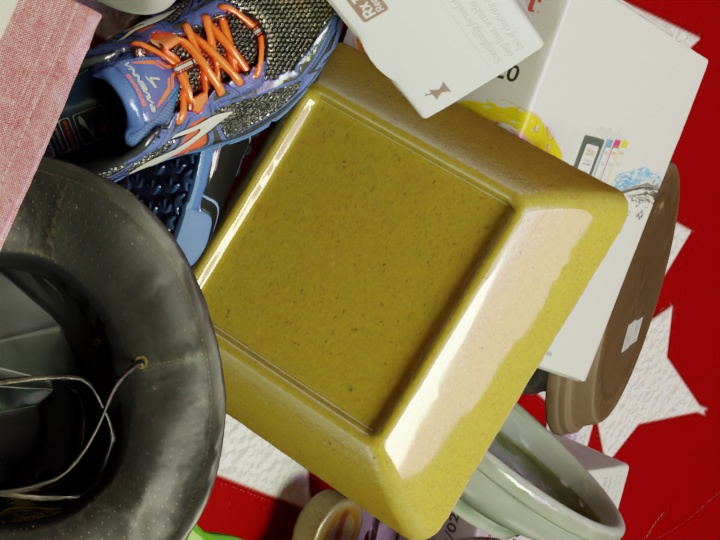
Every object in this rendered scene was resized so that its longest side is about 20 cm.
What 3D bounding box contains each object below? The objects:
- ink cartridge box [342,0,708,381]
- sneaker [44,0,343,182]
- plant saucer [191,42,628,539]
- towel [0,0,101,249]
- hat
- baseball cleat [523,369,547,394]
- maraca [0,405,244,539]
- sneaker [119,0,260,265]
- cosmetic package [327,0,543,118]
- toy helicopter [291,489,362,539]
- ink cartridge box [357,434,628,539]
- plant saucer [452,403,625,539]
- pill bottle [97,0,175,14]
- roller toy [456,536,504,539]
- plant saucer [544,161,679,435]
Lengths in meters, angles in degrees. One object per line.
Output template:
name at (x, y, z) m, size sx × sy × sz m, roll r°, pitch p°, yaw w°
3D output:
ink cartridge box at (0.070, -0.064, 1.005) m, size 0.144 × 0.147 × 0.201 m, roll 19°, pitch 91°, yaw -49°
sneaker at (-0.092, -0.079, 0.814) m, size 0.200 × 0.078 × 0.076 m, roll -32°, pitch 95°, yaw -7°
plant saucer at (0.000, 0.000, 0.896) m, size 0.200 × 0.200 × 0.048 m, roll -59°, pitch 153°, yaw -1°
towel at (-0.218, -0.082, 0.707) m, size 0.199 × 0.023 × 0.145 m, roll 27°, pitch 80°, yaw -21°
hat at (-0.152, 0.050, 0.785) m, size 0.200 × 0.081 × 0.202 m, roll 0°, pitch 88°, yaw -7°
baseball cleat at (0.134, -0.018, 1.171) m, size 0.106 × 0.070 × 0.201 m, roll 5°, pitch 105°, yaw -65°
maraca at (-0.137, 0.134, 0.872) m, size 0.200 × 0.107 × 0.137 m, roll 46°, pitch 75°, yaw -19°
sneaker at (-0.064, -0.093, 0.905) m, size 0.078 × 0.070 × 0.201 m, roll 6°, pitch 101°, yaw -43°
cosmetic package at (0.014, -0.182, 0.858) m, size 0.074 × 0.200 × 0.102 m, roll -30°, pitch 139°, yaw 13°
toy helicopter at (-0.055, 0.221, 1.044) m, size 0.200 × 0.079 × 0.132 m, roll -56°, pitch 143°, yaw -15°
ink cartridge box at (0.083, 0.178, 1.182) m, size 0.200 × 0.068 × 0.116 m, roll -1°, pitch 107°, yaw -47°
plant saucer at (0.063, 0.103, 1.044) m, size 0.050 × 0.200 × 0.200 m, roll -52°, pitch 140°, yaw 9°
pill bottle at (-0.078, -0.224, 0.801) m, size 0.200 × 0.112 × 0.112 m, roll -58°, pitch 138°, yaw -13°
roller toy at (0.073, 0.255, 1.033) m, size 0.140 × 0.182 × 0.200 m, roll -32°, pitch 152°, yaw -34°
plant saucer at (0.163, 0.011, 1.131) m, size 0.200 × 0.029 × 0.201 m, roll 17°, pitch 90°, yaw -73°
